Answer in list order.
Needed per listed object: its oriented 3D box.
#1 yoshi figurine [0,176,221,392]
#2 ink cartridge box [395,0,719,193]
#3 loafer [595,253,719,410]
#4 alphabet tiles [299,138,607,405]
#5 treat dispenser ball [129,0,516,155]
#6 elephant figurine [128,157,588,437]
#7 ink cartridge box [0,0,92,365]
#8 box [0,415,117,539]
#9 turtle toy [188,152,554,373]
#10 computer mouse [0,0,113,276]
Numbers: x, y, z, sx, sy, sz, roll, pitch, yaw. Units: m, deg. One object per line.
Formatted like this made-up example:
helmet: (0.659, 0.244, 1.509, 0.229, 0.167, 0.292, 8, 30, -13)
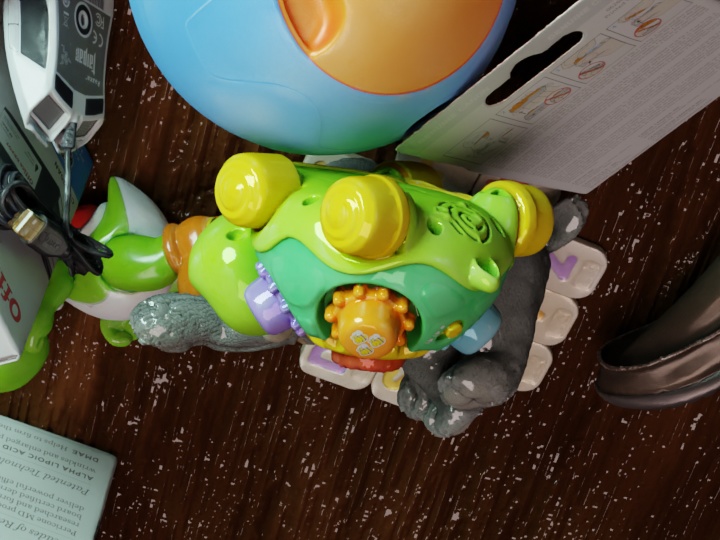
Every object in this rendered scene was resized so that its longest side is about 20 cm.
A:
yoshi figurine: (-0.169, 0.023, 1.251, 0.200, 0.112, 0.112, -7, 130, 14)
ink cartridge box: (0.120, -0.110, 1.093, 0.162, 0.050, 0.200, -38, 153, 27)
loafer: (0.224, 0.017, 1.233, 0.200, 0.073, 0.071, -26, 108, 16)
alphabet tiles: (0.041, 0.003, 1.268, 0.196, 0.015, 0.200, 21, 124, -8)
treat dispenser ball: (-0.019, -0.159, 1.049, 0.201, 0.201, 0.201, 3, 125, 4)
elephant figurine: (0.000, 0.000, 1.175, 0.200, 0.155, 0.141, 31, 146, -23)
ink cartridge box: (-0.229, -0.054, 1.144, 0.084, 0.200, 0.145, -13, 122, 15)
box: (-0.290, 0.197, 1.366, 0.200, 0.131, 0.199, 21, 125, -8)
turtle toy: (-0.007, -0.005, 1.044, 0.200, 0.146, 0.101, 13, 99, 44)
computer mouse: (-0.170, -0.102, 1.133, 0.044, 0.200, 0.110, -3, 166, 23)
